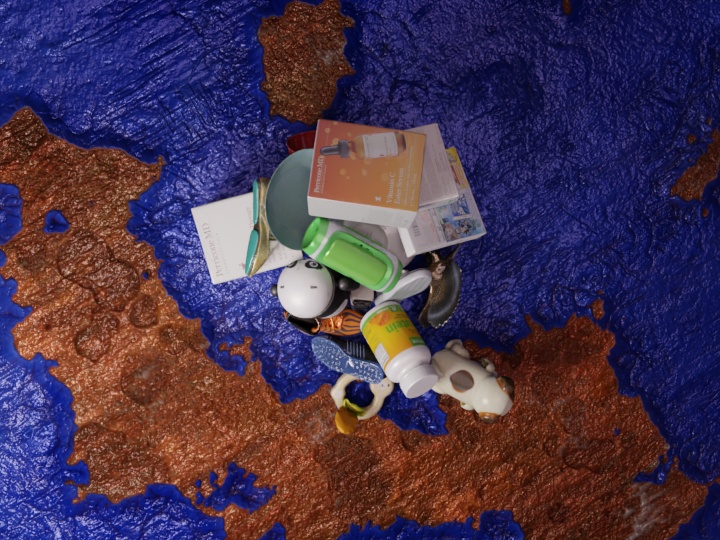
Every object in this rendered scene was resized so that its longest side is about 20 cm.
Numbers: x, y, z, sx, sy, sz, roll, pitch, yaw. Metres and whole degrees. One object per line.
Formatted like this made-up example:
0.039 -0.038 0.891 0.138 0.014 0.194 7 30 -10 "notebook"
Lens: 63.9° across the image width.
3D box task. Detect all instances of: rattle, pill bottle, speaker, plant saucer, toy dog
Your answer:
0.026 0.280 1.358 0.199 0.143 0.131 -28 79 4 "rattle"
0.089 0.177 1.290 0.110 0.111 0.201 -30 56 -2 "pill bottle"
-0.015 -0.030 1.155 0.199 0.088 0.089 28 93 -23 "speaker"
-0.116 -0.142 1.146 0.200 0.039 0.203 -19 118 -40 "plant saucer"
0.261 0.255 1.328 0.199 0.194 0.140 30 84 29 "toy dog"

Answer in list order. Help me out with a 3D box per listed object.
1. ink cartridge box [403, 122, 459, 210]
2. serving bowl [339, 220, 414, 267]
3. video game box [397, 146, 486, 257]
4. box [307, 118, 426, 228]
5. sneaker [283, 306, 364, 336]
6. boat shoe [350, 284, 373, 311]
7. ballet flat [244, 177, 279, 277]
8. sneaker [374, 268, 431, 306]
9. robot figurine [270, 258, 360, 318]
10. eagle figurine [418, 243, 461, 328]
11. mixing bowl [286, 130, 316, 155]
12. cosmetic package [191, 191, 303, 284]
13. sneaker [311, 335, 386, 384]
0.079 -0.193 1.147 0.198 0.050 0.162 -14 80 -5 "ink cartridge box"
0.027 -0.074 1.236 0.198 0.066 0.202 6 114 14 "serving bowl"
0.148 -0.145 1.197 0.181 0.047 0.202 -15 81 -22 "video game box"
0.010 -0.175 1.061 0.198 0.106 0.154 7 79 -3 "box"
-0.079 0.123 1.335 0.198 0.112 0.078 6 97 -7 "sneaker"
0.000 0.000 1.358 0.074 0.093 0.202 6 68 -3 "boat shoe"
-0.189 -0.083 1.157 0.070 0.071 0.202 6 96 -8 "ballet flat"
0.087 0.025 1.308 0.072 0.200 0.071 5 67 -32 "sneaker"
-0.094 0.037 1.212 0.150 0.200 0.125 -46 74 10 "robot figurine"
0.176 0.028 1.344 0.150 0.151 0.202 -22 82 38 "eagle figurine"
-0.064 -0.227 1.272 0.198 0.201 0.109 -1 121 -7 "mixing bowl"
-0.238 -0.083 1.265 0.198 0.166 0.169 -15 98 -4 "cosmetic package"
-0.018 0.203 1.367 0.199 0.078 0.071 24 113 20 "sneaker"
